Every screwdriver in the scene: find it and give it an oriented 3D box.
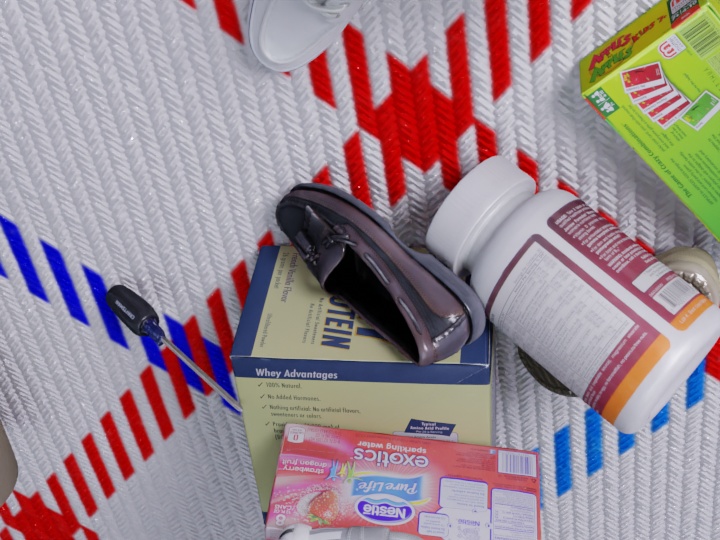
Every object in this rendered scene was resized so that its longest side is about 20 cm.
[{"bbox_3d":[-0.155,0.066,0.902,0.029,0.200,0.028,-36,136,-14],"label":"screwdriver"}]

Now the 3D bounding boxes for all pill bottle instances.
[{"bbox_3d":[0.148,0.013,0.791,0.200,0.109,0.110,41,133,20],"label":"pill bottle"}]

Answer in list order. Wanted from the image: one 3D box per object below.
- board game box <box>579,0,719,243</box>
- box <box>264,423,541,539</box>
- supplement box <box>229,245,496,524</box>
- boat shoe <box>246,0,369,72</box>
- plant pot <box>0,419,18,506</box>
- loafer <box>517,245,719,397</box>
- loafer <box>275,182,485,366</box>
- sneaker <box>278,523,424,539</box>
[{"bbox_3d":[0.254,-0.097,0.774,0.101,0.048,0.200,-35,117,31],"label":"board game box"},{"bbox_3d":[0.032,0.193,0.837,0.198,0.103,0.095,6,131,2],"label":"box"},{"bbox_3d":[0.013,0.099,0.916,0.198,0.135,0.201,1,130,7],"label":"supplement box"},{"bbox_3d":[-0.019,-0.201,0.719,0.073,0.066,0.200,26,128,-13],"label":"boat shoe"},{"bbox_3d":[-0.415,0.114,0.985,0.185,0.188,0.202,2,116,7],"label":"plant pot"},{"bbox_3d":[0.209,0.041,0.882,0.200,0.068,0.076,-31,94,46],"label":"loafer"},{"bbox_3d":[0.000,0.000,0.819,0.199,0.063,0.072,34,143,30],"label":"loafer"},{"bbox_3d":[0.023,0.250,0.773,0.114,0.075,0.201,-12,127,15],"label":"sneaker"}]
